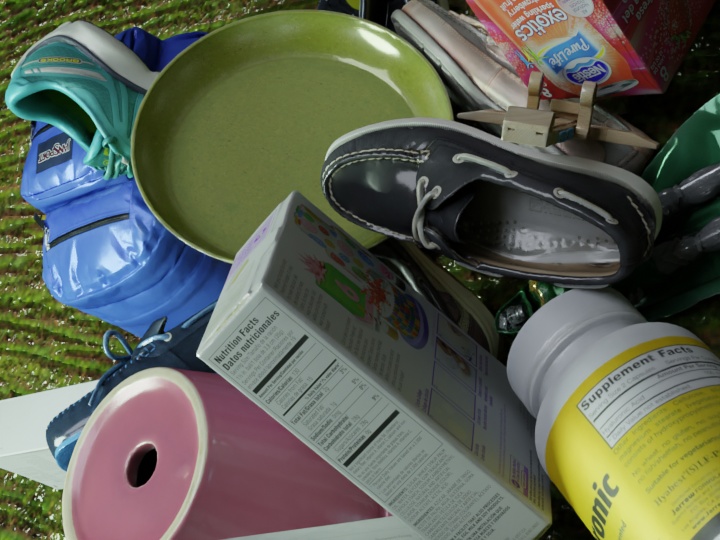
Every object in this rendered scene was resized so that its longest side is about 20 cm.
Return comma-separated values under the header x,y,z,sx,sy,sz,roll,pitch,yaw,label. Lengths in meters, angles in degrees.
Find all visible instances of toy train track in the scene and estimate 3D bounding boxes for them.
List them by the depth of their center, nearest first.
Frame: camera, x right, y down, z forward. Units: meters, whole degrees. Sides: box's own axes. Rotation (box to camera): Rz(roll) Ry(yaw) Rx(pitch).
x,y,z,sx,sy,sz,roll,pitch,yaw,label
0.104,-0.088,0.958,0.114,0.200,0.033,10,99,12,toy train track

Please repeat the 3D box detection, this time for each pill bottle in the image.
x,y,z,sx,sy,sz,roll,pitch,yaw,label
0.159,0.097,0.914,0.111,0.111,0.200,-50,44,13,pill bottle

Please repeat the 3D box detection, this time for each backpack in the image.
x,y,z,sx,sy,sz,roll,pitch,yaw,label
-0.160,-0.059,1.286,0.162,0.167,0.201,-20,57,46,backpack

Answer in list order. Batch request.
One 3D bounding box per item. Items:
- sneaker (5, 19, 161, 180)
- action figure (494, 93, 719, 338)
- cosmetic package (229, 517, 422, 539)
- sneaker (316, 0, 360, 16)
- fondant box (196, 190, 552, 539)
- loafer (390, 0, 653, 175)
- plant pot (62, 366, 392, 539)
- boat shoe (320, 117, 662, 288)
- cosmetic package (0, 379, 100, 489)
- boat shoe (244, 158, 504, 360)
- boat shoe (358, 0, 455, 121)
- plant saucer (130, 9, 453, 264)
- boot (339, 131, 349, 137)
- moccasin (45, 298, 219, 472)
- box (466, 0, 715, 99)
x,y,z,sx,sy,sz,roll,pitch,yaw,label
-0.143,-0.083,1.164,0.080,0.199,0.078,-53,-11,-39,sneaker
0.155,-0.008,1.021,0.200,0.054,0.119,-35,61,35,action figure
-0.001,0.184,0.964,0.083,0.199,0.051,60,142,41,cosmetic package
0.023,-0.237,1.284,0.078,0.066,0.201,-94,28,-79,sneaker
0.014,0.060,0.963,0.058,0.200,0.144,-45,11,19,fondant box
0.101,-0.112,1.109,0.063,0.072,0.200,-42,63,-2,loafer
-0.074,0.147,1.077,0.199,0.179,0.201,-23,55,37,plant pot
0.064,-0.033,0.977,0.199,0.060,0.074,15,122,17,boat shoe
-0.184,0.116,1.278,0.199,0.082,0.051,-13,58,40,cosmetic package
0.000,0.001,1.088,0.201,0.066,0.072,40,110,9,boat shoe
0.028,-0.116,1.192,0.075,0.062,0.201,-10,70,36,boat shoe
-0.041,-0.076,1.089,0.198,0.031,0.201,-2,56,3,plant saucer
-0.049,-0.057,1.196,0.201,0.071,0.145,38,129,37,boot
-0.117,0.064,1.157,0.199,0.081,0.068,-26,63,-14,moccasin
0.161,-0.204,1.048,0.099,0.096,0.201,2,52,46,box
